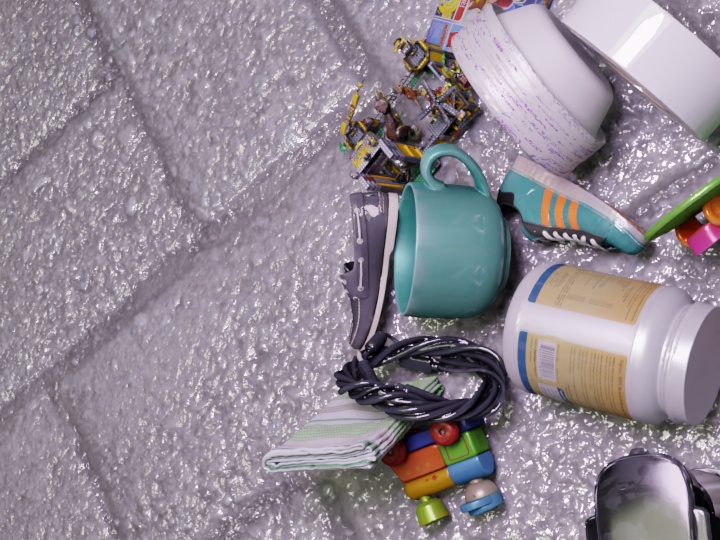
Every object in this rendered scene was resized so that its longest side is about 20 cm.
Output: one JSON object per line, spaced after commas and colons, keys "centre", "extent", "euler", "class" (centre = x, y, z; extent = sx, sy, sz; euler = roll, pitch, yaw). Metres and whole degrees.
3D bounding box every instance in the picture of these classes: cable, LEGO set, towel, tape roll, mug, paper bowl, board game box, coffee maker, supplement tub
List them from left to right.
{"centre": [-0.007, 0.171, 1.405], "extent": [0.149, 0.200, 0.031], "euler": [-8, 106, 30], "class": "towel"}
{"centre": [0.040, -0.186, 1.482], "extent": [0.200, 0.116, 0.154], "euler": [-43, 63, 30], "class": "LEGO set"}
{"centre": [0.070, 0.119, 1.389], "extent": [0.199, 0.163, 0.051], "euler": [17, 115, 33], "class": "cable"}
{"centre": [0.108, -0.031, 1.387], "extent": [0.114, 0.185, 0.153], "euler": [3, 52, -8], "class": "mug"}
{"centre": [0.172, -0.349, 1.504], "extent": [0.135, 0.034, 0.201], "euler": [23, 92, 34], "class": "board game box"}
{"centre": [0.200, -0.211, 1.355], "extent": [0.104, 0.200, 0.201], "euler": [-40, 61, 19], "class": "paper bowl"}
{"centre": [0.265, 0.077, 1.279], "extent": [0.199, 0.145, 0.145], "euler": [13, 86, 34], "class": "supplement tub"}
{"centre": [0.307, -0.225, 1.292], "extent": [0.071, 0.202, 0.203], "euler": [-50, 58, 13], "class": "tape roll"}
{"centre": [0.312, 0.274, 1.169], "extent": [0.135, 0.200, 0.193], "euler": [-36, 62, 21], "class": "coffee maker"}

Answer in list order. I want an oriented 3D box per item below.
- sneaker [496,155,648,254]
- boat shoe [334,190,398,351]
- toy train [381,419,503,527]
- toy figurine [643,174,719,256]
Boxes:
{"centre": [0.233, -0.055, 1.379], "extent": [0.200, 0.071, 0.080], "euler": [36, 99, 41], "class": "sneaker"}
{"centre": [0.000, 0.000, 1.481], "extent": [0.062, 0.073, 0.201], "euler": [8, 105, -7], "class": "boat shoe"}
{"centre": [0.063, 0.243, 1.413], "extent": [0.199, 0.085, 0.116], "euler": [-25, 79, 25], "class": "toy train"}
{"centre": [0.416, -0.016, 1.230], "extent": [0.184, 0.200, 0.150], "euler": [55, 152, 10], "class": "toy figurine"}
